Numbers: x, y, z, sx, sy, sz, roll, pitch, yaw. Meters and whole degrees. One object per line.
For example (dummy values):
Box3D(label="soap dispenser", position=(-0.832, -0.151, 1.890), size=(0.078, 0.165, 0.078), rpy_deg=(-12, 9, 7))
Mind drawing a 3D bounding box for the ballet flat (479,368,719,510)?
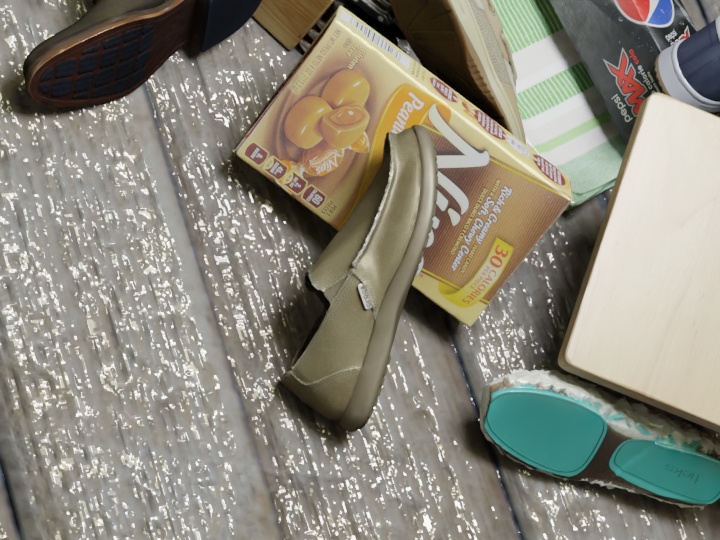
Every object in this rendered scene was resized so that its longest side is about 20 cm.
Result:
Box3D(label="ballet flat", position=(0.161, 0.110, 1.485), size=(0.199, 0.072, 0.072), rpy_deg=(22, 54, -21))

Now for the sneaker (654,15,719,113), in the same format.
Box3D(label="sneaker", position=(0.307, -0.167, 1.587), size=(0.199, 0.108, 0.070), rpy_deg=(-17, 77, -50))

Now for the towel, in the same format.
Box3D(label="towel", position=(0.142, -0.151, 1.643), size=(0.152, 0.023, 0.200), rpy_deg=(-30, 80, -40))

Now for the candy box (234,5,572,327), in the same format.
Box3D(label="candy box", position=(0.030, -0.069, 1.464), size=(0.200, 0.116, 0.055), rpy_deg=(37, 17, -6))

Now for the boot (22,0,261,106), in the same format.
Box3D(label="boot", position=(-0.166, -0.177, 1.459), size=(0.097, 0.075, 0.200), rpy_deg=(43, 47, 21))

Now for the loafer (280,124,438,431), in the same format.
Box3D(label="loafer", position=(0.000, 0.000, 1.398), size=(0.067, 0.076, 0.201), rpy_deg=(15, 86, -6))

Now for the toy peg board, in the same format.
Box3D(label="toy peg board", position=(0.246, 0.014, 1.505), size=(0.198, 0.098, 0.201), rpy_deg=(22, 76, -7))

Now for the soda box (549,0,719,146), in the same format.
Box3D(label="soda box", position=(0.197, -0.191, 1.639), size=(0.063, 0.071, 0.201), rpy_deg=(-11, 69, -47))

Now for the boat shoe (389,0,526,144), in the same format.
Box3D(label="boat shoe", position=(0.079, -0.142, 1.513), size=(0.065, 0.072, 0.201), rpy_deg=(-52, 133, -34))

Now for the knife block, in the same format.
Box3D(label="knife block", position=(-0.047, -0.202, 1.547), size=(0.199, 0.176, 0.064), rpy_deg=(11, 40, 31))
